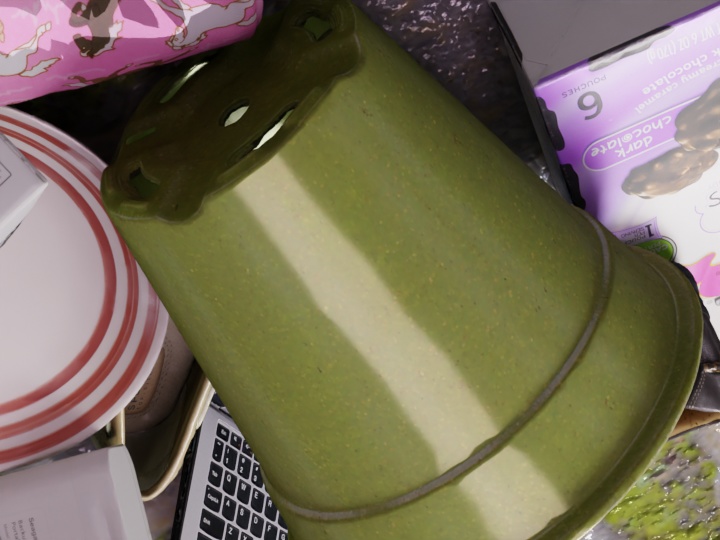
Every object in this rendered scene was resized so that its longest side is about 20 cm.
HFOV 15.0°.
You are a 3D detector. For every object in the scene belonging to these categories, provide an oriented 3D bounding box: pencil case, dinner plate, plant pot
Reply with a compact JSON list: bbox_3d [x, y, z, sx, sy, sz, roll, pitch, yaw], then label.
[{"bbox_3d":[-0.138,-0.105,1.012,0.199,0.087,0.083,-16,172,-7],"label":"pencil case"},{"bbox_3d":[-0.177,0.005,1.119,0.198,0.024,0.201,-1,128,-1],"label":"dinner plate"},{"bbox_3d":[0.000,0.000,1.063,0.199,0.200,0.190,-34,118,12],"label":"plant pot"}]

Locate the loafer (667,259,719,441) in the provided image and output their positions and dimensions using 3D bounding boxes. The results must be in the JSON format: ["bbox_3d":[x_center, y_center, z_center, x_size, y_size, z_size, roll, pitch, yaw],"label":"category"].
[{"bbox_3d":[0.069,0.076,1.170,0.199,0.073,0.073,-36,152,19],"label":"loafer"}]

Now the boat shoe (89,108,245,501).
[{"bbox_3d":[-0.078,0.008,1.157,0.073,0.063,0.201,3,131,-25],"label":"boat shoe"}]

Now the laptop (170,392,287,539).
[{"bbox_3d":[0.016,0.113,1.250,0.115,0.201,0.187,-6,153,32],"label":"laptop"}]

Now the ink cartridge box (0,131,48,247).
[{"bbox_3d":[-0.205,0.029,0.987,0.200,0.050,0.109,-46,-176,-18],"label":"ink cartridge box"}]

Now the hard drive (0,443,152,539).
[{"bbox_3d":[-0.177,0.164,1.189,0.199,0.133,0.026,-16,176,20],"label":"hard drive"}]

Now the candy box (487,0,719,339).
[{"bbox_3d":[0.163,-0.066,1.178,0.167,0.072,0.201,-24,136,1],"label":"candy box"}]
